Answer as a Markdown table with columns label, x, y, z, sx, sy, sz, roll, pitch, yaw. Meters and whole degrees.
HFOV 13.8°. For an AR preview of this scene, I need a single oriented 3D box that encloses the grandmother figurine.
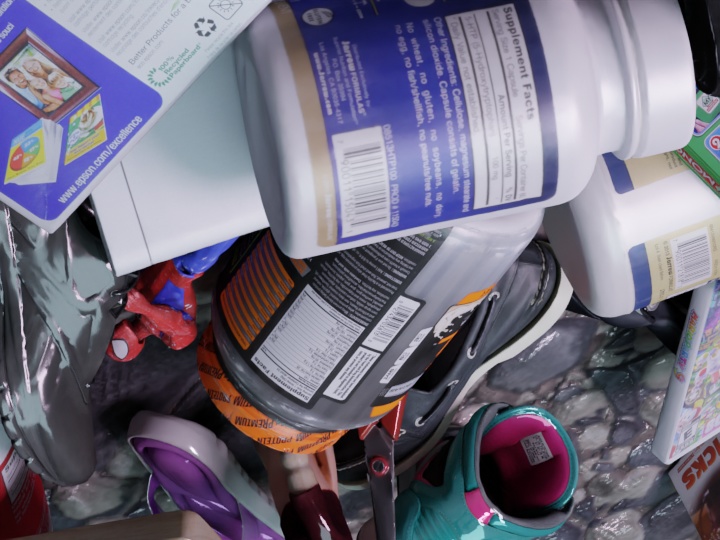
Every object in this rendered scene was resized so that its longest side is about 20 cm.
| label | x | y | z | sx | sy | sz | roll | pitch | yaw |
| --- | --- | --- | --- | --- | --- | --- | --- | --- | --- |
| grandmother figurine | -0.026 | 0.137 | 1.680 | 0.060 | 0.201 | 0.121 | -24 | 147 | 2 |

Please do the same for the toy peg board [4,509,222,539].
| label | x | y | z | sx | sy | sz | roll | pitch | yaw |
| --- | --- | --- | --- | --- | --- | --- | --- | --- | --- |
| toy peg board | -0.137 | 0.230 | 1.578 | 0.199 | 0.098 | 0.199 | -11 | 143 | 22 |

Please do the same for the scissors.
| label | x | y | z | sx | sy | sz | roll | pitch | yaw |
| --- | --- | --- | --- | --- | --- | --- | --- | --- | --- |
| scissors | 0.005 | 0.097 | 1.679 | 0.073 | 0.202 | 0.014 | 10 | -175 | 13 |

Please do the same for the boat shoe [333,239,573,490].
| label | x | y | z | sx | sy | sz | roll | pitch | yaw |
| --- | --- | --- | --- | --- | --- | --- | --- | --- | --- |
| boat shoe | 0.034 | 0.049 | 1.711 | 0.066 | 0.075 | 0.199 | 23 | 127 | -41 |

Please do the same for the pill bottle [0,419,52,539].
| label | x | y | z | sx | sy | sz | roll | pitch | yaw |
| --- | --- | --- | --- | --- | --- | --- | --- | --- | --- |
| pill bottle | -0.232 | 0.101 | 1.588 | 0.112 | 0.113 | 0.201 | -18 | 146 | -8 |

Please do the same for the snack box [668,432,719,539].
| label | x | y | z | sx | sy | sz | roll | pitch | yaw |
| --- | --- | --- | --- | --- | --- | --- | --- | --- | --- |
| snack box | 0.275 | 0.100 | 1.922 | 0.024 | 0.072 | 0.200 | 5 | 137 | -37 |

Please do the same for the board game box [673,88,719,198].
| label | x | y | z | sx | sy | sz | roll | pitch | yaw |
| --- | --- | --- | --- | --- | --- | --- | --- | --- | --- |
| board game box | 0.240 | -0.118 | 1.493 | 0.200 | 0.135 | 0.029 | -43 | 170 | -8 |

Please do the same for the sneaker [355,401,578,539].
| label | x | y | z | sx | sy | sz | roll | pitch | yaw |
| --- | --- | --- | --- | --- | --- | --- | --- | --- | --- |
| sneaker | 0.075 | 0.119 | 1.757 | 0.120 | 0.084 | 0.200 | -34 | -172 | 22 |

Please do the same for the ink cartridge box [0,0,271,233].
| label | x | y | z | sx | sy | sz | roll | pitch | yaw |
| --- | --- | --- | --- | --- | --- | --- | --- | --- | --- |
| ink cartridge box | -0.158 | -0.139 | 1.339 | 0.199 | 0.044 | 0.198 | 34 | 119 | -23 |

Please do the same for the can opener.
| label | x | y | z | sx | sy | sz | roll | pitch | yaw |
| --- | --- | --- | --- | --- | --- | --- | --- | --- | --- |
| can opener | 0.180 | 0.014 | 1.775 | 0.200 | 0.078 | 0.064 | 24 | 86 | -52 |

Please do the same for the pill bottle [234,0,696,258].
| label | x | y | z | sx | sy | sz | roll | pitch | yaw |
| --- | --- | --- | --- | --- | --- | --- | --- | --- | --- |
| pill bottle | 0.049 | -0.082 | 1.391 | 0.199 | 0.120 | 0.120 | -12 | 145 | -9 |

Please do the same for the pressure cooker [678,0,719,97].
| label | x | y | z | sx | sy | sz | roll | pitch | yaw |
| --- | --- | --- | --- | --- | --- | --- | --- | --- | --- |
| pressure cooker | 0.225 | -0.193 | 1.406 | 0.199 | 0.180 | 0.176 | -20 | 161 | -4 |

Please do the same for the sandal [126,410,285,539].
| label | x | y | z | sx | sy | sz | roll | pitch | yaw |
| --- | --- | --- | --- | --- | --- | --- | --- | --- | --- |
| sandal | -0.091 | 0.147 | 1.763 | 0.082 | 0.050 | 0.203 | 10 | 153 | 32 |

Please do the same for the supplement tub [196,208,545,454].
| label | x | y | z | sx | sy | sz | roll | pitch | yaw |
| --- | --- | --- | --- | --- | --- | --- | --- | --- | --- |
| supplement tub | 0.000 | 0.000 | 1.578 | 0.122 | 0.123 | 0.200 | 6 | 137 | -36 |

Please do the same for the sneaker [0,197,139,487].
| label | x | y | z | sx | sy | sz | roll | pitch | yaw |
| --- | --- | --- | --- | --- | --- | --- | --- | --- | --- |
| sneaker | -0.149 | 0.018 | 1.492 | 0.090 | 0.076 | 0.201 | -11 | 118 | -4 |

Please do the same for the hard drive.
| label | x | y | z | sx | sy | sz | roll | pitch | yaw |
| --- | --- | --- | --- | --- | --- | --- | --- | --- | --- |
| hard drive | -0.045 | -0.091 | 1.446 | 0.199 | 0.027 | 0.133 | -18 | 105 | -7 |

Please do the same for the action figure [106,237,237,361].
| label | x | y | z | sx | sy | sz | roll | pitch | yaw |
| --- | --- | --- | --- | --- | --- | --- | --- | --- | --- |
| action figure | -0.105 | -0.019 | 1.544 | 0.098 | 0.065 | 0.200 | -3 | 141 | -37 |

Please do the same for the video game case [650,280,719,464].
| label | x | y | z | sx | sy | sz | roll | pitch | yaw |
| --- | --- | --- | --- | --- | --- | --- | --- | --- | --- |
| video game case | 0.245 | 0.017 | 1.780 | 0.143 | 0.018 | 0.201 | -29 | 146 | -30 |

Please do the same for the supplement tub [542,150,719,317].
| label | x | y | z | sx | sy | sz | roll | pitch | yaw |
| --- | --- | --- | --- | --- | --- | --- | --- | --- | --- |
| supplement tub | 0.192 | -0.072 | 1.572 | 0.199 | 0.145 | 0.145 | -19 | 146 | -5 |
